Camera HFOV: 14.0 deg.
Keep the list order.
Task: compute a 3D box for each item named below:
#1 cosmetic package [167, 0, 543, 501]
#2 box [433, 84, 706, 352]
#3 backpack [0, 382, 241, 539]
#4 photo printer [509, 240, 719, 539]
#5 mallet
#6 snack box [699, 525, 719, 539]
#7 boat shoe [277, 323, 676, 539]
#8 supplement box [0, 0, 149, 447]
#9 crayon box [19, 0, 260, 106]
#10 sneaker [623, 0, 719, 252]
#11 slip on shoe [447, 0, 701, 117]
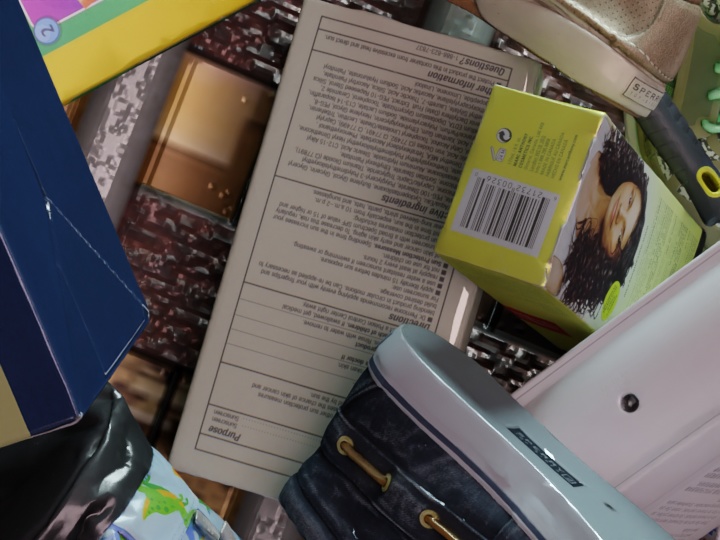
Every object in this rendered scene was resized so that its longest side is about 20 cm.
[{"bbox_3d":[0.000,0.000,1.197,0.103,0.073,0.200,17,88,5],"label":"cosmetic package"},{"bbox_3d":[0.089,-0.011,1.186,0.050,0.200,0.075,18,85,20],"label":"box"},{"bbox_3d":[-0.091,0.172,1.158,0.163,0.154,0.200,-36,122,12],"label":"backpack"},{"bbox_3d":[0.126,0.063,1.193,0.200,0.166,0.069,-38,69,19],"label":"photo printer"},{"bbox_3d":[0.105,-0.112,1.238,0.066,0.041,0.200,-40,88,-18],"label":"mallet"},{"bbox_3d":[0.190,0.090,1.293,0.072,0.024,0.200,5,102,-19],"label":"snack box"},{"bbox_3d":[0.058,0.116,1.097,0.091,0.200,0.071,-54,152,16],"label":"boat shoe"},{"bbox_3d":[-0.214,-0.021,1.062,0.200,0.134,0.200,-20,101,11],"label":"supplement box"},{"bbox_3d":[-0.160,-0.157,1.156,0.172,0.058,0.200,-29,101,-15],"label":"crayon box"},{"bbox_3d":[0.158,-0.094,1.256,0.077,0.089,0.200,-15,101,-17],"label":"sneaker"},{"bbox_3d":[0.049,-0.134,1.178,0.061,0.200,0.076,-60,151,8],"label":"slip on shoe"}]
